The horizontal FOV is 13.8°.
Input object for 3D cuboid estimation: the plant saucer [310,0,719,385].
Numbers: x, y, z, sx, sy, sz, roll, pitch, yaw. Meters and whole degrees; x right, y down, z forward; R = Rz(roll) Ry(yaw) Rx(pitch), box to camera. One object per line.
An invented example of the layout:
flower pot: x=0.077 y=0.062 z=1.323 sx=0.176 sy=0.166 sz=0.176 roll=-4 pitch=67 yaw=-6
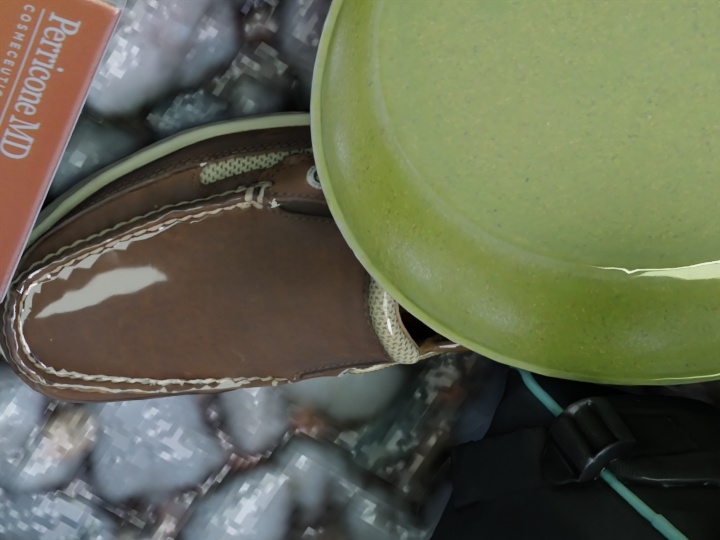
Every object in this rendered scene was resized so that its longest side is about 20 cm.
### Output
plant saucer: x=0.084 y=-0.055 z=0.716 sx=0.199 sy=0.031 sz=0.200 roll=-6 pitch=132 yaw=-7

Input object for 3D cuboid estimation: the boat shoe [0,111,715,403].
boat shoe: x=-0.001 y=-0.006 z=0.797 sx=0.202 sy=0.075 sz=0.075 roll=-16 pitch=110 yaw=-2

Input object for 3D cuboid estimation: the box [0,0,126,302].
box: x=-0.154 y=-0.091 z=0.697 sx=0.199 sy=0.098 sz=0.124 roll=18 pitch=142 yaw=-9

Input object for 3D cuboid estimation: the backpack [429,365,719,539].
backpack: x=0.121 y=0.127 z=0.799 sx=0.200 sy=0.176 sz=0.154 roll=11 pitch=106 yaw=-38
